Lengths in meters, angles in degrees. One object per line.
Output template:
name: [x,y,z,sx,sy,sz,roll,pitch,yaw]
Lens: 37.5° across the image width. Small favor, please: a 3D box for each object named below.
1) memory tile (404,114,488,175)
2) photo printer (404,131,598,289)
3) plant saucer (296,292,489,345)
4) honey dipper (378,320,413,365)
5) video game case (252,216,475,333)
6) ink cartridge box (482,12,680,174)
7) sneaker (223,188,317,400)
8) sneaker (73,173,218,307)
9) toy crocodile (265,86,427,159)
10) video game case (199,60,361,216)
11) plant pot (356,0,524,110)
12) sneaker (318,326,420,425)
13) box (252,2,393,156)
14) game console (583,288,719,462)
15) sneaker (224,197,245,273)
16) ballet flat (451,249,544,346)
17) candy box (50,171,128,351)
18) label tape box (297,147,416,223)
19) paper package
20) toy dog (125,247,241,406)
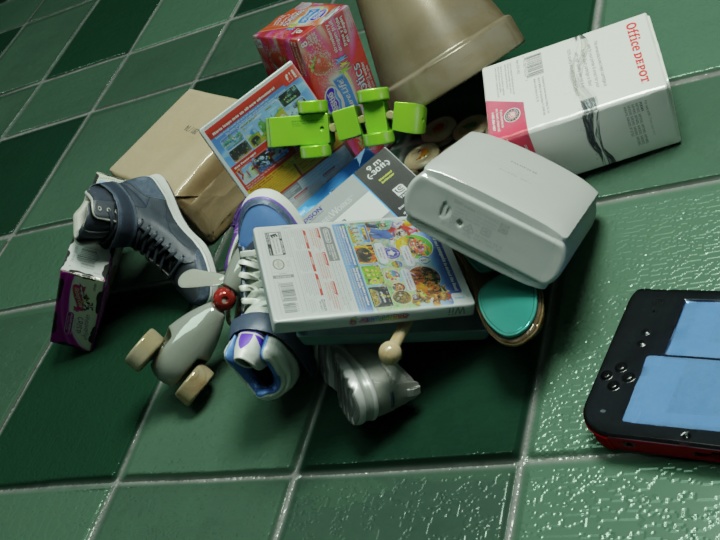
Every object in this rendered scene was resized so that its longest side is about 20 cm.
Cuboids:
memory tile: [0.105,-0.121,1.289,0.151,0.017,0.202,3,50,40]
photo printer: [0.149,-0.069,1.055,0.164,0.070,0.200,28,27,13]
plant saucer: [0.033,0.050,1.076,0.196,0.019,0.070,-1,32,-2]
honey dipper: [0.059,0.030,1.063,0.037,0.038,0.201,-10,30,29]
video game case: [0.000,0.000,1.049,0.196,0.018,0.144,-5,41,-12]
ink cartridge box: [0.244,-0.187,1.187,0.197,0.085,0.146,-16,42,17]
sneaker: [-0.098,0.033,1.100,0.079,0.204,0.147,-3,23,15]
sneaker: [-0.274,-0.030,1.323,0.077,0.145,0.204,-49,65,34]
toy crocodile: [-0.018,-0.174,1.260,0.196,0.069,0.062,-8,6,12]
video game case: [-0.084,-0.131,1.299,0.142,0.201,0.017,-37,12,-6]
plant pot: [0.081,-0.311,1.328,0.198,0.175,0.200,-31,9,5]
sneaker: [0.003,0.090,1.102,0.080,0.076,0.201,-8,32,-14]
box: [-0.045,-0.232,1.366,0.095,0.202,0.099,-39,36,-27]
game console: [0.299,0.083,0.897,0.197,0.031,0.178,2,49,38]
sneaker: [-0.132,-0.044,1.355,0.083,0.081,0.202,-31,26,33]
ballet flat: [0.140,0.022,1.050,0.067,0.073,0.201,-30,37,3]
candy box: [-0.357,-0.014,1.422,0.060,0.138,0.202,14,42,-10]
label tape box: [0.002,-0.062,1.218,0.143,0.066,0.200,-40,53,-5]
paper package: [-0.226,-0.152,1.506,0.198,0.104,0.191,20,62,47]
toy dog: [-0.179,0.064,1.234,0.198,0.133,0.096,-31,4,-9]
